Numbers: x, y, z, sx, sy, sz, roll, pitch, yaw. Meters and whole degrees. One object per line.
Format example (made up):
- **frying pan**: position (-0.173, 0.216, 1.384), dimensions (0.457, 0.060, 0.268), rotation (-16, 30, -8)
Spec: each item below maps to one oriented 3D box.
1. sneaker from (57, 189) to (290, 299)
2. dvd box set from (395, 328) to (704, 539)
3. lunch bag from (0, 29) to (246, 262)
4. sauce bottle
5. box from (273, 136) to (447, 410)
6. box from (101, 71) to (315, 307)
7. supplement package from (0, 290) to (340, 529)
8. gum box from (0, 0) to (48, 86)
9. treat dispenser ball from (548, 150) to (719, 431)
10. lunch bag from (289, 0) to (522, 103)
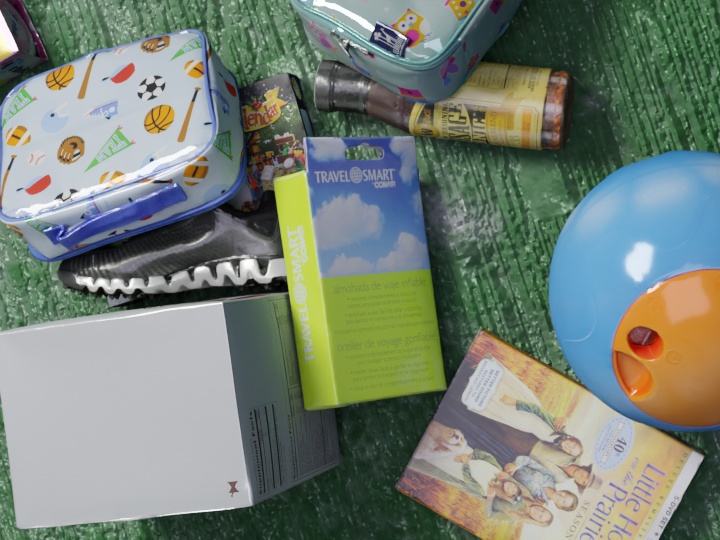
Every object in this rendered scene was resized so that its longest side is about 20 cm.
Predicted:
- **sneaker**: position (-0.139, -0.025, 1.319), dimensions (0.199, 0.066, 0.091), rotation (-4, 88, 8)
- **dvd box set**: position (0.147, 0.157, 1.318), dimensions (0.199, 0.029, 0.147), rotation (30, 96, 10)
- **lunch bag**: position (-0.188, -0.091, 1.294), dimensions (0.199, 0.076, 0.161), rotation (-19, 53, 12)
- **sauce bottle**: position (0.064, -0.133, 1.314), dimensions (0.199, 0.066, 0.066), rotation (6, 92, 13)
- **box**: position (0.000, 0.000, 1.297), dimensions (0.048, 0.122, 0.201), rotation (-11, 86, 47)
- **box**: position (-0.127, -0.063, 1.366), dimensions (0.199, 0.038, 0.137), rotation (-18, 88, 11)
- **supplement package**: position (-0.141, 0.100, 1.280), dimensions (0.190, 0.200, 0.148), rotation (-8, 90, 17)
- **gum box**: position (-0.358, -0.238, 1.395), dimensions (0.113, 0.066, 0.201), rotation (-27, 85, 11)
- **treat dispenser ball**: position (0.235, 0.015, 1.212), dimensions (0.200, 0.201, 0.202), rotation (0, 91, 11)
- **lunch bag**: position (0.044, -0.236, 1.280), dimensions (0.160, 0.077, 0.200), rotation (32, 79, 19)
